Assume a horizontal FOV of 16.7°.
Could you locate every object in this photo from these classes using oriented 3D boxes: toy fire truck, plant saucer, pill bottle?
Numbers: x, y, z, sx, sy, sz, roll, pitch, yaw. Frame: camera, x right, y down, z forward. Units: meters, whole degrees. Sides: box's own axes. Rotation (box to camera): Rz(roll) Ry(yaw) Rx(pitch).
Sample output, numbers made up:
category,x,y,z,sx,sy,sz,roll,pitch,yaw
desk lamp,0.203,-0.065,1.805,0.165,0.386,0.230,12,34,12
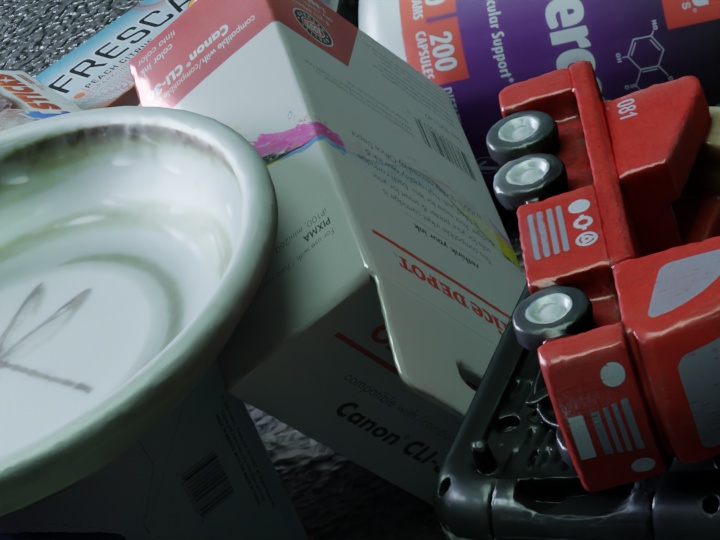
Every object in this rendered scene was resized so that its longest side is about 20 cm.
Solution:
category,x,y,z,sx,sy,sz,roll,pitch,yaw
toy fire truck,0.110,-0.029,0.680,0.141,0.049,0.200,-17,32,9
plant saucer,-0.113,0.025,0.768,0.200,0.050,0.200,-17,33,12
pill bottle,0.107,-0.098,0.952,0.200,0.113,0.113,-12,33,18

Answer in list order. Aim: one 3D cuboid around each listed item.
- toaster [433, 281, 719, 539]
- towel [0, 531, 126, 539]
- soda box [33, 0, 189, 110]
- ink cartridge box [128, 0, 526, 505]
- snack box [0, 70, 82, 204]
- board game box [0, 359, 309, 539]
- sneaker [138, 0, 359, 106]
category,x,y,z,sx,sy,sz,roll,pitch,yaw
toaster,0.133,0.052,0.704,0.181,0.119,0.200,-5,36,28
towel,-0.156,0.141,0.763,0.200,0.112,0.049,-8,16,22
soda box,-0.092,-0.073,1.089,0.200,0.064,0.068,-38,34,-24
ink cartridge box,0.000,0.000,0.830,0.067,0.116,0.200,-39,45,20
snack box,-0.133,-0.046,0.949,0.072,0.024,0.200,-3,17,-27
board game box,-0.127,0.061,0.871,0.103,0.105,0.200,-37,34,-22
sneaker,-0.064,-0.063,0.985,0.080,0.074,0.200,22,85,60
